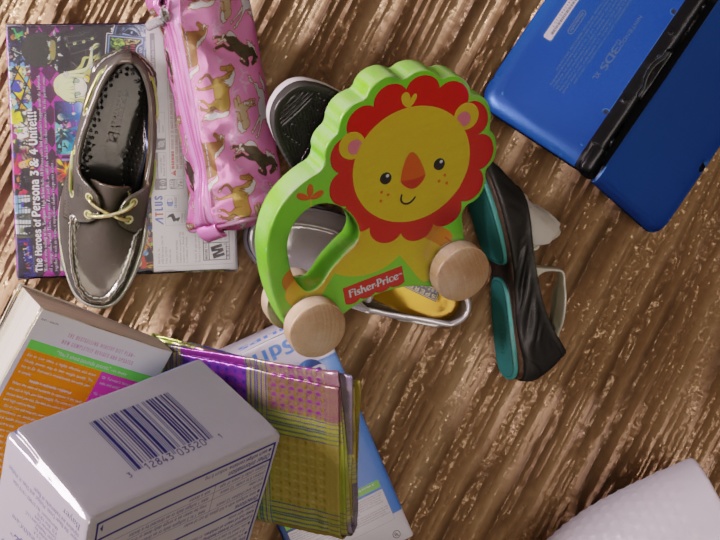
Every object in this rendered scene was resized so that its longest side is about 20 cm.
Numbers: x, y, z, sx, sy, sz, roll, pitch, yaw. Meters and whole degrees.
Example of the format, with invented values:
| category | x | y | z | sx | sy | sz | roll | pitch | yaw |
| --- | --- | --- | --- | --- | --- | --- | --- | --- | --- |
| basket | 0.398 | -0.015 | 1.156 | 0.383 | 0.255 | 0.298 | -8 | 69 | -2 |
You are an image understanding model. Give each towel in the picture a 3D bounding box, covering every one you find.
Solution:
| category | x | y | z | sx | sy | sz | roll | pitch | yaw |
| --- | --- | --- | --- | --- | --- | --- | --- | --- | --- |
| towel | -0.088 | 0.130 | 1.244 | 0.198 | 0.023 | 0.145 | 9 | 114 | 25 |

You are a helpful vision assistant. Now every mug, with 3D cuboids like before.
| category | x | y | z | sx | sy | sz | roll | pitch | yaw |
| --- | --- | --- | --- | --- | --- | --- | --- | --- | --- |
| mug | 0.239 | 0.278 | 1.330 | 0.174 | 0.148 | 0.201 | -25 | 130 | 2 |

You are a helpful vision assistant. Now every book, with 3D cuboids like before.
| category | x | y | z | sx | sy | sz | roll | pitch | yaw |
| --- | --- | --- | --- | --- | --- | --- | --- | --- | --- |
| book | -0.243 | 0.127 | 1.201 | 0.133 | 0.048 | 0.202 | 24 | 97 | -40 |

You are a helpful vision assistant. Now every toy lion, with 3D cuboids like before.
| category | x | y | z | sx | sy | sz | roll | pitch | yaw |
| --- | --- | --- | --- | --- | --- | --- | --- | --- | --- |
| toy lion | 0.012 | -0.055 | 1.178 | 0.198 | 0.069 | 0.194 | -21 | 122 | -16 |

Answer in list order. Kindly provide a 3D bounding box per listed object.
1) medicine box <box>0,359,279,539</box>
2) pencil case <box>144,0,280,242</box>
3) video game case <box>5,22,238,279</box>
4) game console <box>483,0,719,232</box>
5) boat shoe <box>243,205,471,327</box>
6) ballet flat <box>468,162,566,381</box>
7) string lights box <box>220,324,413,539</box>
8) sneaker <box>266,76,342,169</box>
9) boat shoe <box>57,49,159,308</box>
| category | x | y | z | sx | sy | sz | roll | pitch | yaw |
| --- | --- | --- | --- | --- | --- | --- | --- | --- | --- |
| medicine box | -0.176 | 0.195 | 1.180 | 0.181 | 0.103 | 0.202 | -20 | 139 | -43 |
| pencil case | -0.111 | -0.128 | 1.211 | 0.086 | 0.083 | 0.203 | -14 | 100 | -15 |
| video game case | -0.190 | -0.097 | 1.260 | 0.179 | 0.036 | 0.203 | -3 | 97 | -10 |
| game console | 0.231 | -0.166 | 1.330 | 0.170 | 0.118 | 0.201 | 35 | 90 | 20 |
| boat shoe | 0.000 | 0.000 | 1.285 | 0.198 | 0.070 | 0.072 | 23 | 93 | -11 |
| ballet flat | 0.134 | -0.007 | 1.313 | 0.068 | 0.068 | 0.202 | -16 | 109 | -17 |
| string lights box | -0.043 | 0.145 | 1.300 | 0.102 | 0.059 | 0.202 | -23 | 99 | -6 |
| sneaker | -0.017 | -0.108 | 1.241 | 0.084 | 0.121 | 0.200 | -46 | 132 | 6 |
| boat shoe | -0.194 | -0.069 | 1.213 | 0.071 | 0.060 | 0.204 | 8 | 95 | -10 |
